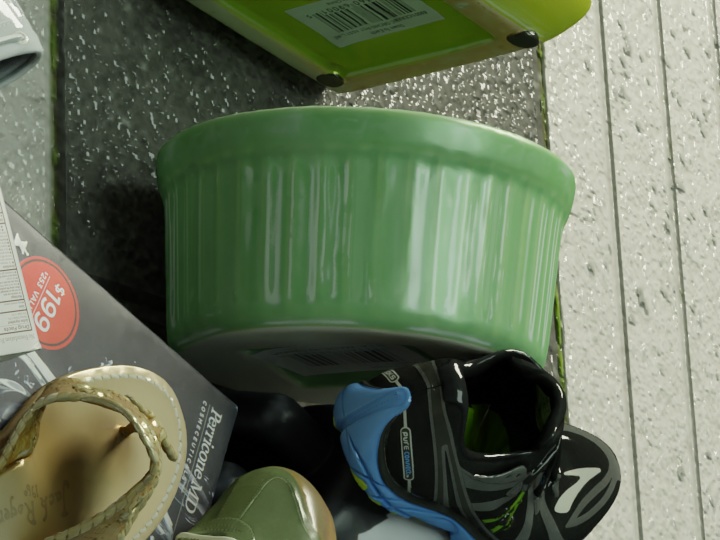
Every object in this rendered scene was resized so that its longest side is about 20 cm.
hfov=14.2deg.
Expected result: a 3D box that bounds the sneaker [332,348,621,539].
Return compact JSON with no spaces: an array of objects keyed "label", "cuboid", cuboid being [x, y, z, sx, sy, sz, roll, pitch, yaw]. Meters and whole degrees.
[{"label":"sneaker","cuboid":[0.068,0.083,1.304,0.199,0.082,0.071,24,46,-54]}]

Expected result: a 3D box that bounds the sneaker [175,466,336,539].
[{"label":"sneaker","cuboid":[-0.071,0.142,1.130,0.090,0.067,0.201,52,44,-36]}]

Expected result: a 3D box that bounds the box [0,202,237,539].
[{"label":"box","cuboid":[-0.163,0.096,1.175,0.182,0.104,0.201,44,46,-35]}]

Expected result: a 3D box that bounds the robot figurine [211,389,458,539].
[{"label":"robot figurine","cuboid":[-0.011,0.143,1.332,0.200,0.150,0.125,51,11,-25]}]

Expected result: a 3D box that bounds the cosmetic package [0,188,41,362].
[{"label":"cosmetic package","cuboid":[-0.210,0.017,1.065,0.051,0.199,0.083,-5,80,-53]}]

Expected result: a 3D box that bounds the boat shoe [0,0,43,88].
[{"label":"boat shoe","cuboid":[-0.211,-0.061,1.172,0.069,0.072,0.200,48,49,5]}]

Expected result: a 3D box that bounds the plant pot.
[{"label":"plant pot","cuboid":[0.009,-0.206,1.451,0.199,0.199,0.183,30,59,-43]}]

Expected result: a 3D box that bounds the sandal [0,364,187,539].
[{"label":"sandal","cuboid":[-0.110,0.081,1.104,0.211,0.069,0.078,-19,91,-53]}]

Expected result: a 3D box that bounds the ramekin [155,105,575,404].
[{"label":"ramekin","cuboid":[0.000,0.000,1.354,0.199,0.199,0.098,20,68,-47]}]
